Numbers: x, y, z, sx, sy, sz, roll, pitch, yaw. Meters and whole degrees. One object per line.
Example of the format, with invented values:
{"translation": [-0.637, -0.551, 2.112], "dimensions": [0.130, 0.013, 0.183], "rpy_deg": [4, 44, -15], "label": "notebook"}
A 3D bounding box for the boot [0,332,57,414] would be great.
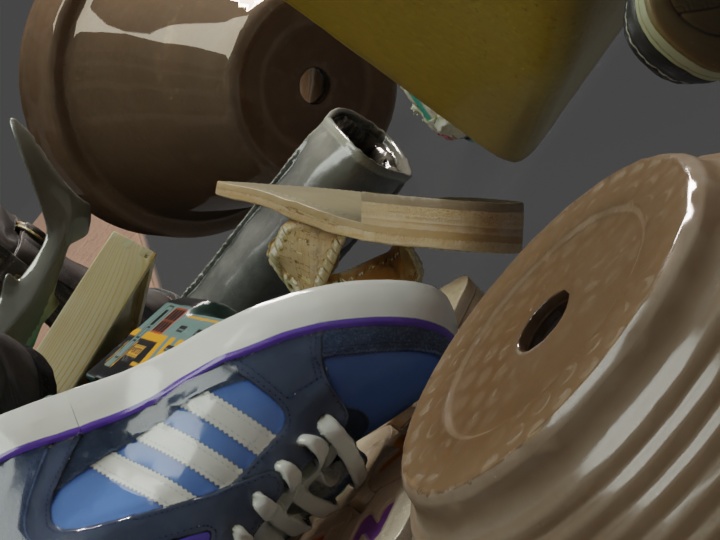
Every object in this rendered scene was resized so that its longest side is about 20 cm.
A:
{"translation": [-0.182, 0.115, 0.925], "dimensions": [0.132, 0.070, 0.200], "rpy_deg": [74, -166, -78], "label": "boot"}

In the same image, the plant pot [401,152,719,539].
{"translation": [0.076, 0.038, 0.484], "dimensions": [0.201, 0.093, 0.201], "rpy_deg": [-47, 14, 15], "label": "plant pot"}

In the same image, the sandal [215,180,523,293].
{"translation": [-0.005, 0.000, 0.898], "dimensions": [0.212, 0.078, 0.070], "rpy_deg": [8, 95, 59], "label": "sandal"}

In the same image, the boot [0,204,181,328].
{"translation": [-0.192, -0.002, 1.268], "dimensions": [0.069, 0.174, 0.200], "rpy_deg": [-52, 14, -2], "label": "boot"}

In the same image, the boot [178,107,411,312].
{"translation": [-0.056, 0.019, 1.029], "dimensions": [0.200, 0.073, 0.182], "rpy_deg": [-42, 16, 15], "label": "boot"}

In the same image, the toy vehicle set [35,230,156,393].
{"translation": [-0.162, 0.080, 1.126], "dimensions": [0.124, 0.026, 0.200], "rpy_deg": [-61, -4, -33], "label": "toy vehicle set"}

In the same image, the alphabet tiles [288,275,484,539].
{"translation": [-0.013, 0.089, 0.799], "dimensions": [0.196, 0.015, 0.200], "rpy_deg": [-34, 22, 49], "label": "alphabet tiles"}

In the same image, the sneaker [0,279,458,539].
{"translation": [-0.041, 0.100, 0.716], "dimensions": [0.200, 0.147, 0.081], "rpy_deg": [-20, -30, -2], "label": "sneaker"}

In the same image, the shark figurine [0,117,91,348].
{"translation": [-0.214, 0.037, 1.070], "dimensions": [0.215, 0.089, 0.128], "rpy_deg": [-52, 28, 18], "label": "shark figurine"}

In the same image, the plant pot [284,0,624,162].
{"translation": [0.057, -0.190, 0.828], "dimensions": [0.194, 0.195, 0.200], "rpy_deg": [-54, 0, -10], "label": "plant pot"}

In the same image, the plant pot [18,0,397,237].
{"translation": [-0.070, -0.110, 1.201], "dimensions": [0.174, 0.200, 0.200], "rpy_deg": [12, 62, 54], "label": "plant pot"}

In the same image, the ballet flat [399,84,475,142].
{"translation": [0.079, -0.151, 1.019], "dimensions": [0.200, 0.064, 0.076], "rpy_deg": [-58, 14, -27], "label": "ballet flat"}

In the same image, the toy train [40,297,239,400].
{"translation": [-0.076, 0.065, 0.876], "dimensions": [0.114, 0.085, 0.200], "rpy_deg": [-44, 12, -12], "label": "toy train"}

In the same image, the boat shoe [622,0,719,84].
{"translation": [0.146, -0.126, 0.746], "dimensions": [0.200, 0.073, 0.065], "rpy_deg": [-49, 5, -36], "label": "boat shoe"}
